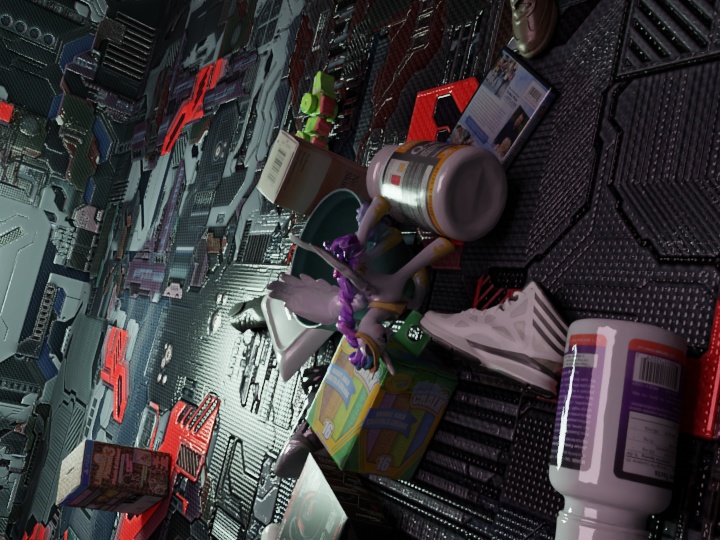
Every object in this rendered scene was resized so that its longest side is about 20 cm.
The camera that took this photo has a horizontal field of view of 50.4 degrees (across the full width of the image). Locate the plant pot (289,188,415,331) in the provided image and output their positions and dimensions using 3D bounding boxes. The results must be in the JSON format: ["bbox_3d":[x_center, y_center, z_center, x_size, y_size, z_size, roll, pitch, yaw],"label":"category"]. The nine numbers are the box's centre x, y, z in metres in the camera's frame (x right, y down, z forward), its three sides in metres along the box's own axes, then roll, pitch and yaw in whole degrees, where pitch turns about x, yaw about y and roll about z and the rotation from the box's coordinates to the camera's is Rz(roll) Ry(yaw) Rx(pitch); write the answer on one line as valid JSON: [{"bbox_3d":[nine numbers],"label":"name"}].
[{"bbox_3d":[0.000,0.000,1.126,0.199,0.132,0.205,-33,48,46],"label":"plant pot"}]

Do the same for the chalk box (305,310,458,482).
[{"bbox_3d":[0.035,0.150,1.006,0.124,0.122,0.204,37,106,56],"label":"chalk box"}]

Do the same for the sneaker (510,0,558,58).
[{"bbox_3d":[0.218,-0.385,1.033,0.070,0.074,0.206,-21,57,51],"label":"sneaker"}]

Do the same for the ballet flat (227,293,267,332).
[{"bbox_3d":[-0.186,0.085,1.470,0.197,0.057,0.067,-7,46,50],"label":"ballet flat"}]

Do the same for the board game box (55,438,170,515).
[{"bbox_3d":[-0.542,0.458,1.683,0.159,0.196,0.099,-37,45,41],"label":"board game box"}]

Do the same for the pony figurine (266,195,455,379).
[{"bbox_3d":[-0.001,0.010,0.937,0.202,0.191,0.167,-56,-3,-29],"label":"pony figurine"}]

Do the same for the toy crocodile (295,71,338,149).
[{"bbox_3d":[-0.079,-0.275,1.451,0.061,0.066,0.206,2,79,51],"label":"toy crocodile"}]

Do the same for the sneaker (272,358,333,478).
[{"bbox_3d":[-0.074,0.227,1.191,0.201,0.074,0.115,-50,37,22],"label":"sneaker"}]

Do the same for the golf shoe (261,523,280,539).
[{"bbox_3d":[-0.139,0.479,1.148,0.073,0.090,0.204,-42,41,40],"label":"golf shoe"}]

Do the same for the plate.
[{"bbox_3d":[-0.100,0.054,1.319,0.200,0.032,0.202,-46,40,19],"label":"plate"}]

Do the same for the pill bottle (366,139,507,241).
[{"bbox_3d":[0.094,-0.112,1.020,0.199,0.114,0.119,24,94,57],"label":"pill bottle"}]

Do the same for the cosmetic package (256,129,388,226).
[{"bbox_3d":[-0.050,-0.131,1.209,0.087,0.196,0.106,41,110,54],"label":"cosmetic package"}]

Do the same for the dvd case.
[{"bbox_3d":[0.177,-0.192,1.054,0.202,0.017,0.144,-58,34,24],"label":"dvd case"}]

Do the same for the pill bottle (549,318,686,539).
[{"bbox_3d":[0.234,0.156,0.706,0.110,0.109,0.206,-5,70,56],"label":"pill bottle"}]

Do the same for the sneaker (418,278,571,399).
[{"bbox_3d":[0.164,0.060,0.898,0.198,0.075,0.118,22,83,41],"label":"sneaker"}]

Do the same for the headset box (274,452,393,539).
[{"bbox_3d":[-0.046,0.361,1.059,0.152,0.073,0.200,-68,24,5],"label":"headset box"}]
